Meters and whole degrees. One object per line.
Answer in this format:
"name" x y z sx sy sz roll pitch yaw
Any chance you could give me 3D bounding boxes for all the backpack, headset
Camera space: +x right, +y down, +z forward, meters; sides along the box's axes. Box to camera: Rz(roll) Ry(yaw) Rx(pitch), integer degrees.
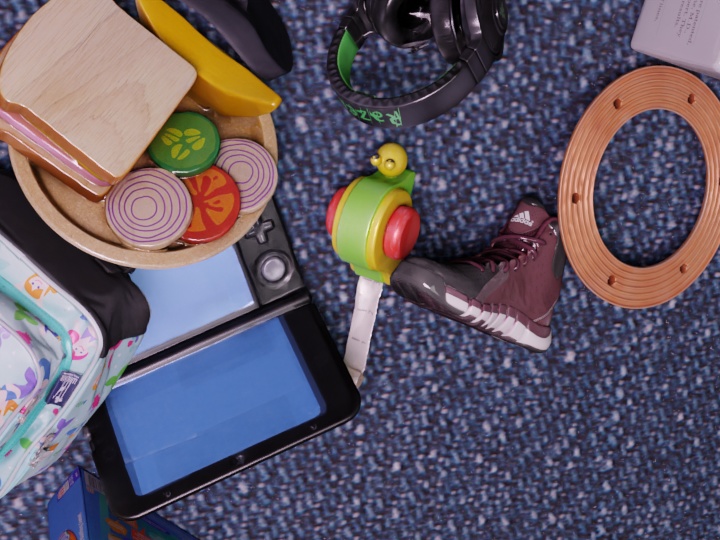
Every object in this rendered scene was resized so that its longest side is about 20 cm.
"backpack" -0.259 0.058 0.744 0.177 0.150 0.201 40 115 5
"headset" 0.061 -0.181 0.813 0.201 0.123 0.094 -56 142 -13

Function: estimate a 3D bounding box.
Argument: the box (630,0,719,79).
"box" 0.349 -0.236 0.872 0.197 0.131 0.202 11 105 -22

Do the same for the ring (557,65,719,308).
"ring" 0.239 -0.069 0.936 0.198 0.019 0.203 -6 103 -28

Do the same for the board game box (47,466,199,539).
"board game box" -0.156 0.244 0.832 0.152 0.200 0.045 39 94 -25

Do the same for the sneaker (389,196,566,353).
"sneaker" 0.102 -0.012 0.888 0.199 0.075 0.117 23 87 -52

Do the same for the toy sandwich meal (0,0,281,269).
"toy sandwich meal" -0.144 -0.101 0.745 0.202 0.070 0.208 7 68 -18

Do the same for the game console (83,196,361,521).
"game console" -0.124 0.049 0.821 0.198 0.116 0.178 -23 114 -10

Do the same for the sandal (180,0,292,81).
"sandal" -0.093 -0.200 0.737 0.042 0.077 0.200 -19 154 20

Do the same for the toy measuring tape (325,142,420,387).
"toy measuring tape" 0.000 0.000 0.869 0.073 0.074 0.203 8 105 -21
